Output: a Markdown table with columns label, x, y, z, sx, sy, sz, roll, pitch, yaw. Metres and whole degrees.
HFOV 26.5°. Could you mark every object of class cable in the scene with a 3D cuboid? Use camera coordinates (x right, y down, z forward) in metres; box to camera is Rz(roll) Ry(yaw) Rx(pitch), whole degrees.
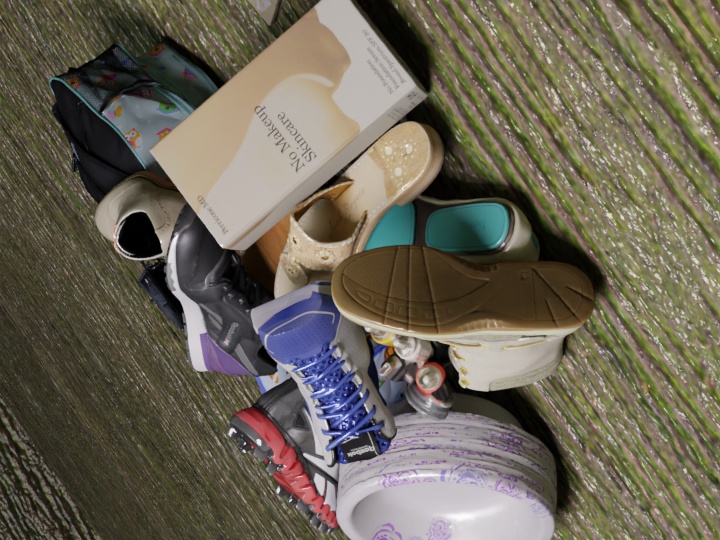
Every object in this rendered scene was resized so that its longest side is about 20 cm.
| label | x | y | z | sx | sy | sz | roll | pitch | yaw |
| --- | --- | --- | --- | --- | --- | --- | --- | --- | --- |
| cable | 0.065 | 0.076 | 1.323 | 0.097 | 0.050 | 0.200 | 46 | -163 | 13 |

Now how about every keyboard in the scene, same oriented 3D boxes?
| label | x | y | z | sx | sy | sz | roll | pitch | yaw |
| --- | --- | --- | --- | --- | --- | --- | --- | --- | --- |
| keyboard | -0.155 | 0.034 | 1.464 | 0.104 | 0.040 | 0.200 | 51 | -166 | 17 |

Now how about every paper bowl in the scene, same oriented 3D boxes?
| label | x | y | z | sx | sy | sz | roll | pitch | yaw |
| --- | --- | --- | --- | --- | --- | --- | --- | --- | --- |
| paper bowl | 0.079 | 0.186 | 1.389 | 0.198 | 0.105 | 0.202 | 3 | 145 | 2 |

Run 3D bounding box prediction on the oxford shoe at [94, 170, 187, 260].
| label | x | y | z | sx | sy | sz | roll | pitch | yaw |
| --- | --- | --- | --- | --- | --- | --- | --- | --- | --- |
| oxford shoe | -0.202 | -0.046 | 1.387 | 0.199 | 0.073 | 0.071 | -3 | 112 | 56 |

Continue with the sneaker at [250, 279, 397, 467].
| label | x | y | z | sx | sy | sz | roll | pitch | yaw |
| --- | --- | --- | --- | --- | --- | --- | --- | --- | --- |
| sneaker | -0.015 | 0.094 | 1.261 | 0.200 | 0.080 | 0.116 | 56 | -169 | -61 |

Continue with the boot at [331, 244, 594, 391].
| label | x | y | z | sx | sy | sz | roll | pitch | yaw |
| --- | --- | --- | --- | --- | --- | --- | --- | --- | --- |
| boot | 0.074 | 0.043 | 1.205 | 0.155 | 0.197 | 0.073 | 97 | 175 | -68 |

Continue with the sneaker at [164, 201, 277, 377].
| label | x | y | z | sx | sy | sz | roll | pitch | yaw |
| --- | --- | --- | --- | --- | --- | --- | --- | --- | --- |
| sneaker | -0.106 | 0.017 | 1.302 | 0.087 | 0.076 | 0.201 | 11 | 144 | 15 |

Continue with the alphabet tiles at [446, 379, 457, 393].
| label | x | y | z | sx | sy | sz | roll | pitch | yaw |
| --- | --- | --- | --- | --- | --- | --- | --- | --- | --- |
| alphabet tiles | 0.060 | 0.134 | 1.543 | 0.201 | 0.006 | 0.167 | 51 | 155 | 11 |

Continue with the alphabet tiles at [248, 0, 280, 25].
| label | x | y | z | sx | sy | sz | roll | pitch | yaw |
| --- | --- | --- | --- | --- | --- | --- | --- | --- | --- |
| alphabet tiles | -0.124 | -0.327 | 1.303 | 0.200 | 0.008 | 0.167 | 50 | 155 | 11 |

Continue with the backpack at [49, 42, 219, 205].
| label | x | y | z | sx | sy | sz | roll | pitch | yaw |
| --- | --- | --- | --- | --- | --- | --- | --- | --- | --- |
| backpack | -0.200 | -0.117 | 1.528 | 0.200 | 0.152 | 0.177 | 48 | 157 | 41 |

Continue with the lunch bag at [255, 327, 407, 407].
| label | x | y | z | sx | sy | sz | roll | pitch | yaw |
| --- | --- | --- | --- | --- | --- | --- | --- | --- | --- |
| lunch bag | -0.003 | 0.157 | 1.537 | 0.169 | 0.123 | 0.202 | 10 | 122 | 57 |

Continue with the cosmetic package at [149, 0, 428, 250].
| label | x | y | z | sx | sy | sz | roll | pitch | yaw |
| --- | --- | --- | --- | --- | --- | --- | --- | --- | --- |
| cosmetic package | -0.055 | -0.117 | 1.202 | 0.105 | 0.200 | 0.071 | 50 | -172 | 7 |

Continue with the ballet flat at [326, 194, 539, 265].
| label | x | y | z | sx | sy | sz | roll | pitch | yaw |
| --- | --- | --- | --- | --- | --- | --- | --- | --- | --- |
| ballet flat | 0.061 | -0.028 | 1.242 | 0.199 | 0.069 | 0.070 | 9 | 130 | 41 |

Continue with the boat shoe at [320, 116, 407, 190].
| label | x | y | z | sx | sy | sz | roll | pitch | yaw |
| --- | --- | --- | --- | --- | --- | --- | --- | --- | --- |
| boat shoe | -0.007 | -0.097 | 1.308 | 0.075 | 0.062 | 0.201 | 45 | 154 | 22 |

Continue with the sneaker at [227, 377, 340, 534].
| label | x | y | z | sx | sy | sz | roll | pitch | yaw |
| --- | --- | --- | --- | --- | --- | --- | --- | --- | --- |
| sneaker | -0.045 | 0.171 | 1.428 | 0.071 | 0.098 | 0.201 | 31 | 161 | 40 |

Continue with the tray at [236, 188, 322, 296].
| label | x | y | z | sx | sy | sz | roll | pitch | yaw |
| --- | --- | --- | --- | --- | --- | --- | --- | --- | --- |
| tray | -0.069 | -0.035 | 1.333 | 0.201 | 0.037 | 0.099 | 54 | 128 | 10 |

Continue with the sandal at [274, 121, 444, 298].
| label | x | y | z | sx | sy | sz | roll | pitch | yaw |
| --- | --- | --- | --- | --- | --- | --- | --- | --- | --- |
| sandal | -0.026 | -0.044 | 1.229 | 0.212 | 0.069 | 0.078 | -46 | 58 | 26 |
